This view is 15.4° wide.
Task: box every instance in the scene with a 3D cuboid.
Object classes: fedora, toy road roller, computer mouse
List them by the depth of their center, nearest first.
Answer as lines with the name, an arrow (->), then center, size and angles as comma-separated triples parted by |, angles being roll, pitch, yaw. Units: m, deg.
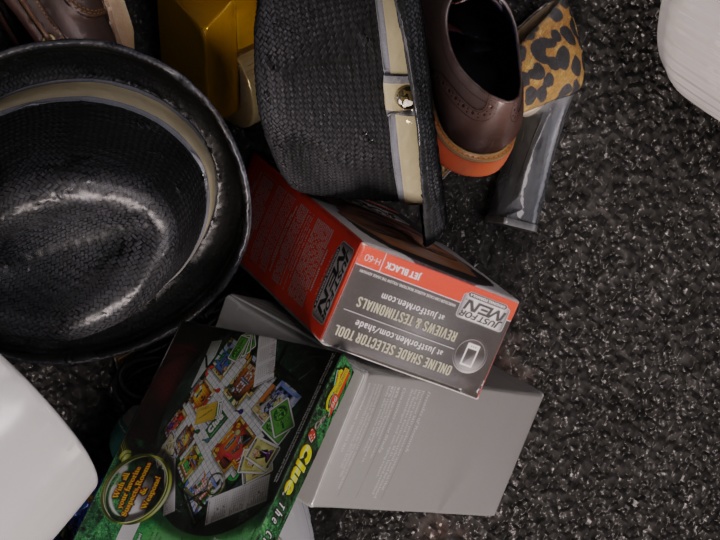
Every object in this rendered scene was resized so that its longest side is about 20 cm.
fedora -> -0.159, -0.022, 1.390 | 0.199, 0.092, 0.202 | 1, 112, 2
fedora -> -0.009, -0.107, 1.401 | 0.091, 0.201, 0.202 | -6, 98, 2
toy road roller -> -0.073, -0.195, 1.479 | 0.123, 0.146, 0.201 | -29, 144, -23
computer mouse -> -0.068, 0.118, 1.532 | 0.109, 0.044, 0.201 | -26, 105, -24

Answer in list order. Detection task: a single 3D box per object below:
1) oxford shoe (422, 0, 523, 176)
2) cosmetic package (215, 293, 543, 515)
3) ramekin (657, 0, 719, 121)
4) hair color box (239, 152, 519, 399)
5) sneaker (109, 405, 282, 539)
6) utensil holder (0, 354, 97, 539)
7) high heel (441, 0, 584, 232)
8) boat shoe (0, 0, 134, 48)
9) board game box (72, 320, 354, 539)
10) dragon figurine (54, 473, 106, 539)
oxford shoe -> 0.059, -0.156, 1.518 | 0.071, 0.073, 0.201 | -4, 61, -22
cosmetic package -> 0.004, 0.078, 1.481 | 0.200, 0.107, 0.091 | 5, 109, -58
ramekin -> 0.264, -0.170, 1.604 | 0.200, 0.105, 0.201 | -44, 151, -33
hair color box -> 0.000, 0.000, 1.464 | 0.101, 0.200, 0.061 | 20, 99, -24
sneaker -> -0.084, 0.167, 1.480 | 0.080, 0.071, 0.200 | -38, 105, 4
utensil holder -> -0.255, 0.128, 1.337 | 0.200, 0.170, 0.170 | -48, 113, -19
high heel -> 0.044, -0.114, 1.557 | 0.199, 0.071, 0.143 | 17, 86, -37
boat shoe -> -0.147, -0.083, 1.462 | 0.070, 0.070, 0.201 | -28, 98, -30
board game box -> -0.087, 0.122, 1.348 | 0.201, 0.104, 0.023 | -64, 149, -23
dragon figurine -> -0.175, 0.209, 1.475 | 0.099, 0.059, 0.201 | 32, 83, -25
